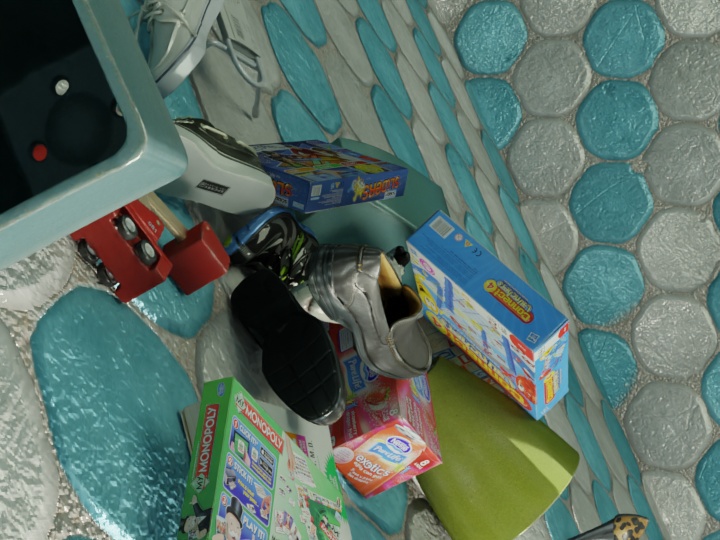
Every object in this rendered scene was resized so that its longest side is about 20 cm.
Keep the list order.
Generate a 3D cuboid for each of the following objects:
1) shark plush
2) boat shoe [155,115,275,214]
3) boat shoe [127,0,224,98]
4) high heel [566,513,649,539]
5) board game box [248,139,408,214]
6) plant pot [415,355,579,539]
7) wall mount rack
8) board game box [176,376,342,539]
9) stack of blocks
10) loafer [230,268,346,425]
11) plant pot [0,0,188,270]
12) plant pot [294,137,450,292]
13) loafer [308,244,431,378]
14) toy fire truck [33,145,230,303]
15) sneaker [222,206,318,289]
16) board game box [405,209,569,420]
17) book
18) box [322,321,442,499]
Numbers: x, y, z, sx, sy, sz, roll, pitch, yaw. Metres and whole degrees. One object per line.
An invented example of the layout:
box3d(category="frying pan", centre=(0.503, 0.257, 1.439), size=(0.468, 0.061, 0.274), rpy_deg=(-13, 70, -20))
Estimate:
box3d(category="shark plush", centre=(0.000, 0.000, 1.214), size=(0.200, 0.082, 0.092), rpy_deg=(-49, 142, -48))
box3d(category="boat shoe", centre=(-0.163, -0.110, 1.086), size=(0.199, 0.070, 0.064), rpy_deg=(24, 38, -52))
box3d(category="boat shoe", centre=(-0.201, -0.264, 1.185), size=(0.086, 0.074, 0.203), rpy_deg=(43, 42, -28))
box3d(category="high heel", centre=(0.450, 0.506, 1.899), size=(0.201, 0.141, 0.071), rpy_deg=(60, 17, -10))
box3d(category="board game box", centre=(-0.054, -0.108, 1.255), size=(0.199, 0.134, 0.035), rpy_deg=(-14, 120, -56))
box3d(category="plant pot", centre=(0.128, 0.208, 1.366), size=(0.200, 0.187, 0.187), rpy_deg=(48, 17, 0))
box3d(category="wall mount rack", centre=(-0.162, -0.277, 1.364), size=(0.173, 0.074, 0.202), rpy_deg=(25, 42, -59))
box3d(category="board game box", centre=(-0.071, 0.193, 0.884), size=(0.201, 0.029, 0.136), rpy_deg=(55, 30, -44))
box3d(category="stack of blocks", centre=(0.117, 0.128, 1.509), size=(0.200, 0.114, 0.059), rpy_deg=(49, 21, -54))
box3d(category="loafer", centre=(-0.057, 0.079, 1.078), size=(0.072, 0.072, 0.201), rpy_deg=(55, 3, -43))
box3d(category="plant pot", centre=(-0.221, -0.108, 0.740), size=(0.198, 0.194, 0.200), rpy_deg=(65, 9, 6))
box3d(category="plant pot", centre=(0.009, -0.068, 1.448), size=(0.200, 0.141, 0.142), rpy_deg=(36, 31, -43))
box3d(category="loafer", centre=(0.027, 0.044, 1.087), size=(0.200, 0.072, 0.074), rpy_deg=(46, 45, -47))
box3d(category="toy fire truck", centre=(-0.193, -0.048, 0.958), size=(0.201, 0.048, 0.141), rpy_deg=(56, 18, -21))
box3d(category="sneaker", centre=(-0.080, -0.013, 1.205), size=(0.083, 0.070, 0.199), rpy_deg=(62, 13, 17))
box3d(category="board game box", centre=(0.148, 0.054, 1.302), size=(0.200, 0.056, 0.196), rpy_deg=(42, -15, 27))
box3d(category="book", centre=(-0.073, 0.188, 0.988), size=(0.200, 0.048, 0.135), rpy_deg=(29, 44, -63))
box3d(category="box", centre=(0.015, 0.129, 1.232), size=(0.096, 0.099, 0.201), rpy_deg=(50, 21, -37))
